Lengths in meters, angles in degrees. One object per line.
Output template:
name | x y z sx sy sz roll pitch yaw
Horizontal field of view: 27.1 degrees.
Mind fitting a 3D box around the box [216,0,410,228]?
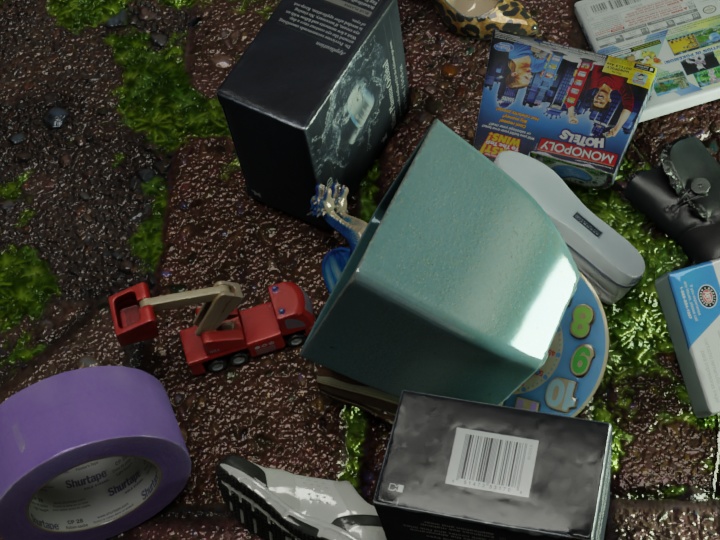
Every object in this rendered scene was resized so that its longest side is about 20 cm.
box | -0.045 -0.190 1.655 0.117 0.197 0.201 24 66 20

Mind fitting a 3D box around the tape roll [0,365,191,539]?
tape roll | -0.272 0.186 1.471 0.199 0.200 0.085 -23 59 -5

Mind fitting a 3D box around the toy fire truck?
toy fire truck | -0.150 0.048 1.569 0.199 0.141 0.049 -18 58 -2

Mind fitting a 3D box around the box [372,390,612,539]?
box | 0.128 0.216 1.390 0.195 0.200 0.118 8 61 13

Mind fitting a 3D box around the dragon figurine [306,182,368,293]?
dragon figurine | 0.000 0.000 1.600 0.099 0.201 0.059 7 24 43

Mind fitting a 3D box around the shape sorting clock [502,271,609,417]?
shape sorting clock | 0.155 0.073 1.533 0.198 0.039 0.202 -1 88 15

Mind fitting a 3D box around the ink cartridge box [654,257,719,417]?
ink cartridge box | 0.413 0.048 1.488 0.199 0.086 0.147 -16 83 1

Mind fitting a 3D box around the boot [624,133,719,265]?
boot | 0.403 -0.088 1.601 0.199 0.077 0.169 -33 63 -4

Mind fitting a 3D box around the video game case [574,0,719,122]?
video game case | 0.373 -0.270 1.749 0.199 0.022 0.183 -16 58 -2

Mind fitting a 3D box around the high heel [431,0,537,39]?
high heel | 0.119 -0.349 1.764 0.199 0.143 0.072 26 66 22

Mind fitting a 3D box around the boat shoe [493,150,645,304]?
boat shoe | 0.208 -0.042 1.588 0.200 0.065 0.073 46 42 14

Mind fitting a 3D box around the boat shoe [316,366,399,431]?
boat shoe | 0.044 0.144 1.520 0.201 0.075 0.075 10 103 28

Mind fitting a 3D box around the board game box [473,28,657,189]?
board game box | 0.207 -0.156 1.678 0.199 0.062 0.201 17 67 21

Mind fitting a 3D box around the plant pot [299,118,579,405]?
plant pot | 0.089 0.019 1.427 0.199 0.196 0.197 30 60 -4

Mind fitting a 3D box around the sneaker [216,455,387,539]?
sneaker | -0.054 0.236 1.493 0.199 0.074 0.080 27 52 18
